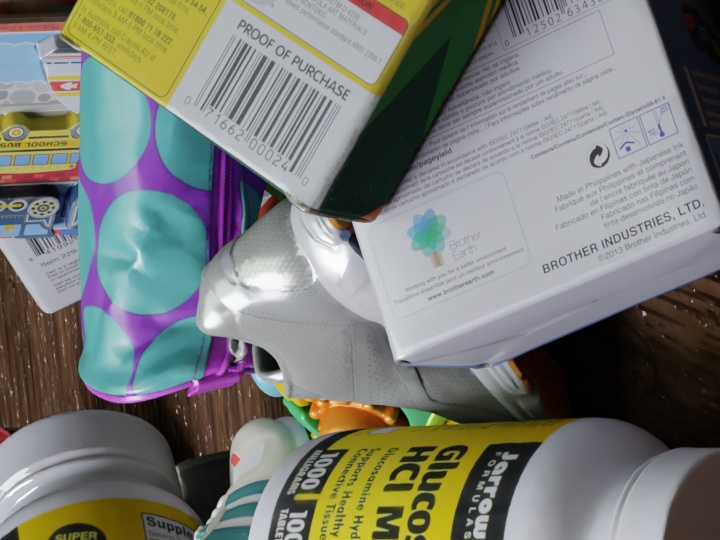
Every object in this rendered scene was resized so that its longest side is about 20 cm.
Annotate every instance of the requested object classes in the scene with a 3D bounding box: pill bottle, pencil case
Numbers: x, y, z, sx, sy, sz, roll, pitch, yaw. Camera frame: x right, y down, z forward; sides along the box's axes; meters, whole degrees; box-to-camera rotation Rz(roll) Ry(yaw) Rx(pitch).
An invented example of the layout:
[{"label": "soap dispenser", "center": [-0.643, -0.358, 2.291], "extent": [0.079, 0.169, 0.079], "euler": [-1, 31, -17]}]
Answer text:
[{"label": "pill bottle", "center": [0.061, 0.113, 0.990], "extent": [0.200, 0.112, 0.113], "euler": [-7, 95, 43]}, {"label": "pill bottle", "center": [-0.118, 0.172, 1.208], "extent": [0.114, 0.114, 0.200], "euler": [106, 156, -46]}, {"label": "pencil case", "center": [-0.071, -0.050, 1.051], "extent": [0.092, 0.085, 0.201], "euler": [11, 104, 48]}]

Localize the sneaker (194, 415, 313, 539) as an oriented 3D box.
[{"label": "sneaker", "center": [-0.058, 0.128, 1.149], "extent": [0.200, 0.093, 0.071], "euler": [-110, 17, -59]}]

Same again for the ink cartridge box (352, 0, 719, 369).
[{"label": "ink cartridge box", "center": [0.055, -0.081, 0.935], "extent": [0.136, 0.076, 0.201], "euler": [-23, 77, 23]}]

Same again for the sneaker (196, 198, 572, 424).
[{"label": "sneaker", "center": [0.010, 0.025, 1.031], "extent": [0.092, 0.200, 0.076], "euler": [-28, 50, 22]}]

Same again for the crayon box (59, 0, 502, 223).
[{"label": "crayon box", "center": [-0.003, -0.134, 0.900], "extent": [0.127, 0.051, 0.200], "euler": [36, 102, 25]}]

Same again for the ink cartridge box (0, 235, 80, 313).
[{"label": "ink cartridge box", "center": [-0.129, -0.086, 1.238], "extent": [0.200, 0.146, 0.084], "euler": [68, 177, -58]}]

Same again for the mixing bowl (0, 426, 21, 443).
[{"label": "mixing bowl", "center": [-0.148, 0.179, 1.528], "extent": [0.200, 0.108, 0.201], "euler": [37, 132, 56]}]

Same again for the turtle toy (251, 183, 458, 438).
[{"label": "turtle toy", "center": [0.000, 0.000, 1.133], "extent": [0.146, 0.101, 0.201], "euler": [37, 134, 55]}]

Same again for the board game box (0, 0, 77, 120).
[{"label": "board game box", "center": [-0.093, -0.093, 1.154], "extent": [0.103, 0.200, 0.019], "euler": [-38, 53, 17]}]

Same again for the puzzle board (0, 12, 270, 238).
[{"label": "puzzle board", "center": [-0.081, -0.063, 1.163], "extent": [0.151, 0.199, 0.017], "euler": [112, 148, -51]}]

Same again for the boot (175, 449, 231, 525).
[{"label": "boot", "center": [-0.051, 0.187, 1.292], "extent": [0.182, 0.072, 0.201], "euler": [14, -120, -70]}]
